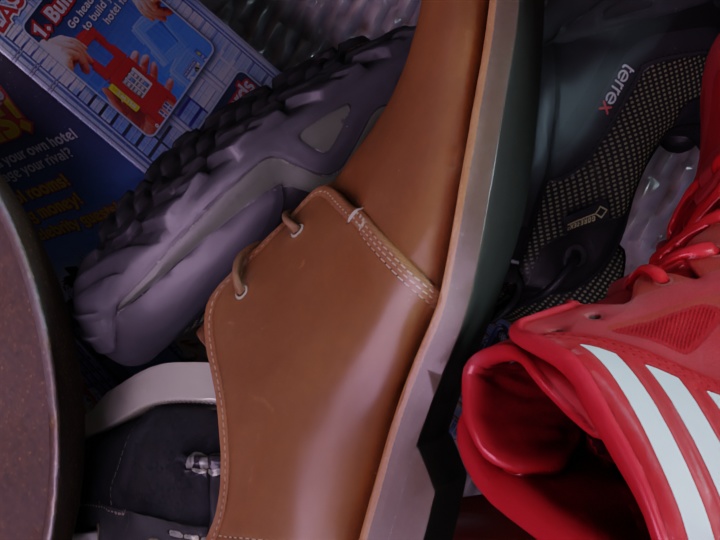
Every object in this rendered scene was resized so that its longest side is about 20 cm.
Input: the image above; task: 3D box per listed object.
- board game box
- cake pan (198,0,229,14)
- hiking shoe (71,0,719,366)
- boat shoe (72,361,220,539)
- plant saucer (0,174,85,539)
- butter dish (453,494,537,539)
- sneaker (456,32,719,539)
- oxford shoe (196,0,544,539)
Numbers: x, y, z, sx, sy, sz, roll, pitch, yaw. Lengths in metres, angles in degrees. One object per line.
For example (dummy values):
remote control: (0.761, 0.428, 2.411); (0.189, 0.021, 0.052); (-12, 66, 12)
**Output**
board game box: (-0.086, -0.022, 0.869); (0.200, 0.062, 0.200); (-16, 122, 44)
cake pan: (-0.093, -0.160, 0.855); (0.200, 0.037, 0.201); (11, 118, 23)
hiking shoe: (0.023, -0.017, 0.782); (0.200, 0.076, 0.101); (-32, 100, -11)
boat shoe: (-0.059, 0.078, 0.829); (0.200, 0.072, 0.068); (143, 130, -67)
plant saucer: (-0.140, 0.040, 0.821); (0.200, 0.034, 0.201); (2, 92, 41)
butter dish: (0.064, 0.109, 0.835); (0.199, 0.199, 0.148); (8, 92, 26)
sneaker: (0.080, -0.001, 0.702); (0.115, 0.200, 0.078); (10, 129, -17)
oxford shoe: (0.000, 0.000, 0.712); (0.071, 0.071, 0.201); (15, 84, 12)
